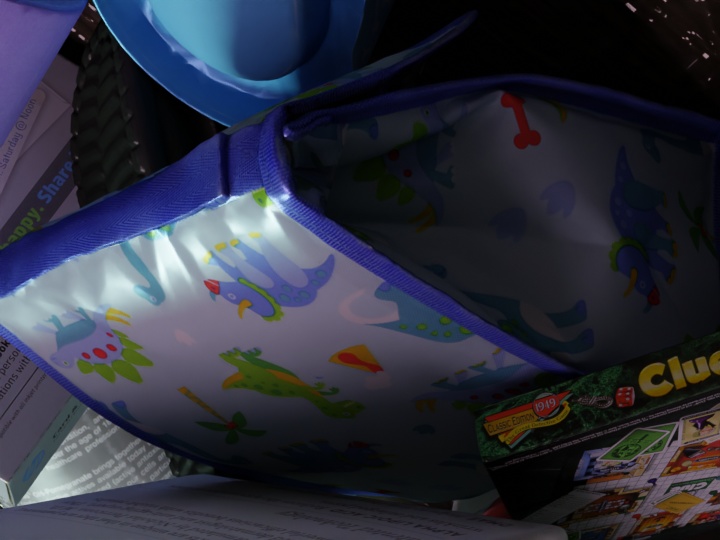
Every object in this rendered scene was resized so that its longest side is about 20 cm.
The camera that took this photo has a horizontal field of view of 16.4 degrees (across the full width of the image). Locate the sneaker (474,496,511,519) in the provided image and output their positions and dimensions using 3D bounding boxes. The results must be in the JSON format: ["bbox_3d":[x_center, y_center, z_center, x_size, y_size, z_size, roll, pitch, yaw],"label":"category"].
[{"bbox_3d":[0.125,0.148,0.890,0.200,0.071,0.113,42,155,1],"label":"sneaker"}]

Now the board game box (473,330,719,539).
[{"bbox_3d":[0.141,0.044,0.760,0.199,0.024,0.105,-18,143,7],"label":"board game box"}]

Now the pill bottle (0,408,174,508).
[{"bbox_3d":[-0.121,0.055,1.074,0.110,0.111,0.200,-1,132,44],"label":"pill bottle"}]

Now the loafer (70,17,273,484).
[{"bbox_3d":[-0.053,-0.006,0.927,0.073,0.071,0.201,-25,80,63],"label":"loafer"}]

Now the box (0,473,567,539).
[{"bbox_3d":[-0.040,0.176,0.778,0.200,0.130,0.200,3,98,52],"label":"box"}]

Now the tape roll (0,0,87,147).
[{"bbox_3d":[-0.195,-0.119,0.859,0.200,0.066,0.200,31,-168,-8],"label":"tape roll"}]

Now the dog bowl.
[{"bbox_3d":[-0.039,-0.131,0.821,0.111,0.050,0.200,24,146,20],"label":"dog bowl"}]

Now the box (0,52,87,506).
[{"bbox_3d":[-0.172,-0.028,0.977,0.200,0.156,0.041,33,161,9],"label":"box"}]

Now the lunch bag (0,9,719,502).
[{"bbox_3d":[0.000,0.000,0.804,0.199,0.128,0.170,9,159,-38],"label":"lunch bag"}]

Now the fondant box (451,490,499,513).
[{"bbox_3d":[0.051,0.187,1.036,0.058,0.145,0.200,12,143,5],"label":"fondant box"}]
